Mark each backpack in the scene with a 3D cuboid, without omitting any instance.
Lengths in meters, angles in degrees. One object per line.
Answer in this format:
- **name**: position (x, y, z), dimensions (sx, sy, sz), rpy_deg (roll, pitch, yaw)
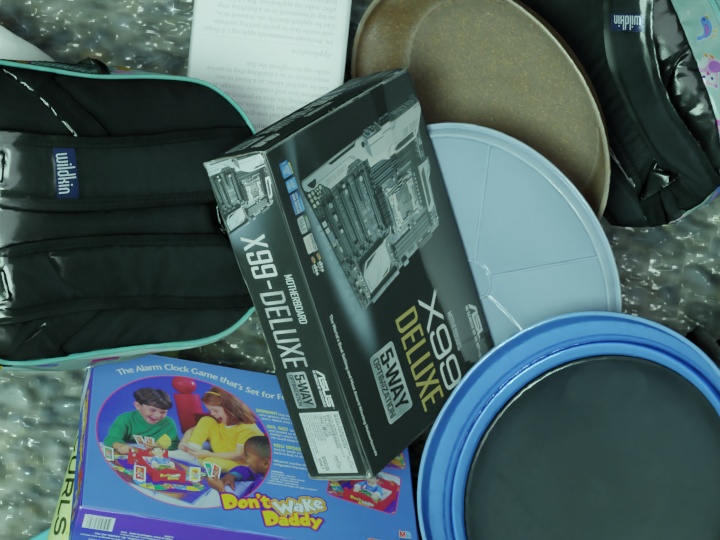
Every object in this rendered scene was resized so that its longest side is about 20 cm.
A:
- **backpack**: position (-0.156, -0.031, 1.047), dimensions (0.199, 0.153, 0.177), rpy_deg (-4, 88, -24)
- **backpack**: position (0.178, -0.132, 1.131), dimensions (0.126, 0.166, 0.201), rpy_deg (-31, 96, -38)

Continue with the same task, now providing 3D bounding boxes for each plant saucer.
- **plant saucer**: position (0.080, -0.097, 1.129), dimensions (0.037, 0.200, 0.201), rpy_deg (-38, 92, -37)

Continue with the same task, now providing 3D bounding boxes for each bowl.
- **bowl**: position (0.130, 0.124, 1.031), dimensions (0.199, 0.039, 0.202), rpy_deg (-12, 63, 24)

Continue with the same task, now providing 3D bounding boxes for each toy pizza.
- **toy pizza**: position (0.078, 0.000, 1.139), dimensions (0.199, 0.032, 0.202), rpy_deg (17, 121, 29)

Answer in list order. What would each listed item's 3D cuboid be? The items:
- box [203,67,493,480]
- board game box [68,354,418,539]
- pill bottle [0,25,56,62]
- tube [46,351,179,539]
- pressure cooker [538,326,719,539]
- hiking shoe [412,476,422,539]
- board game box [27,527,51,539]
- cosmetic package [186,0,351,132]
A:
- **box**: position (0.000, 0.000, 1.070), dimensions (0.050, 0.158, 0.201), rpy_deg (-7, 108, 37)
- **board game box**: position (-0.069, 0.121, 1.075), dimensions (0.198, 0.135, 0.045), rpy_deg (11, 129, -12)
- **pill bottle**: position (-0.281, -0.069, 1.129), dimensions (0.112, 0.112, 0.201), rpy_deg (30, 88, -3)
- **tube**: position (-0.155, 0.124, 1.134), dimensions (0.052, 0.058, 0.201), rpy_deg (19, 69, -21)
- **pressure cooker**: position (0.216, 0.136, 1.125), dimensions (0.199, 0.176, 0.179), rpy_deg (-27, 72, -4)
- **hiking shoe**: position (-0.004, 0.225, 1.175), dimensions (0.086, 0.074, 0.202), rpy_deg (11, 96, 25)
- **board game box**: position (-0.129, 0.207, 1.128), dimensions (0.199, 0.047, 0.151), rpy_deg (-29, 51, -2)
- **cosmetic package**: position (-0.063, -0.092, 1.160), dimensions (0.101, 0.071, 0.202), rpy_deg (6, 89, -2)
